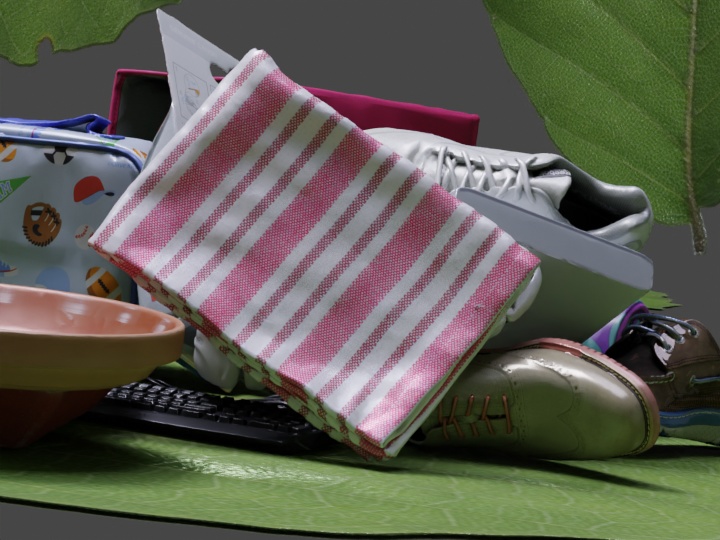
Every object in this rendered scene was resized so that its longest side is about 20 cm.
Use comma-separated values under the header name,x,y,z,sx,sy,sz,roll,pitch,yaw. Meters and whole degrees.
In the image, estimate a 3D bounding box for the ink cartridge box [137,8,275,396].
name,x,y,z,sx,sy,sz,roll,pitch,yaw
ink cartridge box,-0.078,-0.034,1.657,0.050,0.201,0.162,-26,-31,24

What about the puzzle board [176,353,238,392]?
name,x,y,z,sx,sy,sz,roll,pitch,yaw
puzzle board,-0.147,-0.001,1.802,0.200,0.017,0.151,37,16,1

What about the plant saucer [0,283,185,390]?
name,x,y,z,sx,sy,sz,roll,pitch,yaw
plant saucer,-0.185,0.030,1.359,0.199,0.033,0.200,7,6,-1

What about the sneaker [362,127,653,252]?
name,x,y,z,sx,sy,sz,roll,pitch,yaw
sneaker,0.078,-0.047,1.651,0.199,0.076,0.081,14,-22,-11

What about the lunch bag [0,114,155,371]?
name,x,y,z,sx,sy,sz,roll,pitch,yaw
lunch bag,-0.197,-0.016,1.673,0.199,0.161,0.076,7,3,18

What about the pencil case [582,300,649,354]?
name,x,y,z,sx,sy,sz,roll,pitch,yaw
pencil case,0.086,0.048,1.827,0.199,0.085,0.093,9,-38,19

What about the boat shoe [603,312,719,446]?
name,x,y,z,sx,sy,sz,roll,pitch,yaw
boat shoe,0.181,0.063,1.702,0.072,0.073,0.199,10,-1,42

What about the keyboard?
name,x,y,z,sx,sy,sz,roll,pitch,yaw
keyboard,-0.101,0.073,1.542,0.199,0.021,0.127,9,4,20

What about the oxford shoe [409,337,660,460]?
name,x,y,z,sx,sy,sz,roll,pitch,yaw
oxford shoe,0.070,0.078,1.551,0.199,0.071,0.074,5,22,37

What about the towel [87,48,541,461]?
name,x,y,z,sx,sy,sz,roll,pitch,yaw
towel,-0.023,-0.011,1.478,0.200,0.147,0.030,37,-18,6

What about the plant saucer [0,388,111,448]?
name,x,y,z,sx,sy,sz,roll,pitch,yaw
plant saucer,-0.227,0.054,1.422,0.199,0.037,0.200,6,5,7

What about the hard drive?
name,x,y,z,sx,sy,sz,roll,pitch,yaw
hard drive,0.068,0.022,1.681,0.131,0.027,0.200,20,-32,-19

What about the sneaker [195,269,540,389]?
name,x,y,z,sx,sy,sz,roll,pitch,yaw
sneaker,0.004,0.007,1.535,0.199,0.082,0.075,-11,16,-16

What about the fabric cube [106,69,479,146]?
name,x,y,z,sx,sy,sz,roll,pitch,yaw
fabric cube,-0.056,-0.036,2.069,0.199,0.197,0.199,9,2,44
